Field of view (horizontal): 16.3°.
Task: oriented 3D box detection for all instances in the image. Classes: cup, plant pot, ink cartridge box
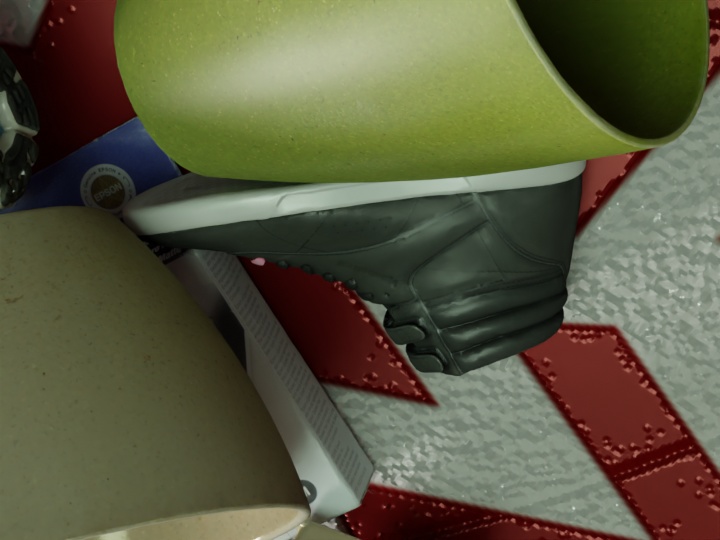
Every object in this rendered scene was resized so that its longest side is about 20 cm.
[{"bbox_3d":[-0.134,0.057,1.038,0.199,0.200,0.144,-19,78,18],"label":"cup"},{"bbox_3d":[0.006,-0.111,0.990,0.199,0.187,0.188,-18,108,32],"label":"plant pot"},{"bbox_3d":[-0.127,0.060,1.147,0.199,0.041,0.201,-28,104,20],"label":"ink cartridge box"}]

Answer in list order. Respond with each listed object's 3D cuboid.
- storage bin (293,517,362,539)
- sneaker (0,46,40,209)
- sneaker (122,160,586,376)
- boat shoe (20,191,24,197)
[{"bbox_3d":[-0.032,0.247,1.097,0.093,0.200,0.200,20,129,9],"label":"storage bin"},{"bbox_3d":[-0.211,-0.102,1.007,0.089,0.079,0.201,-13,117,23],"label":"sneaker"},{"bbox_3d":[0.000,0.000,1.071,0.198,0.071,0.100,-5,108,2],"label":"sneaker"},{"bbox_3d":[-0.244,-0.030,1.124,0.199,0.071,0.070,-21,93,21],"label":"boat shoe"}]
